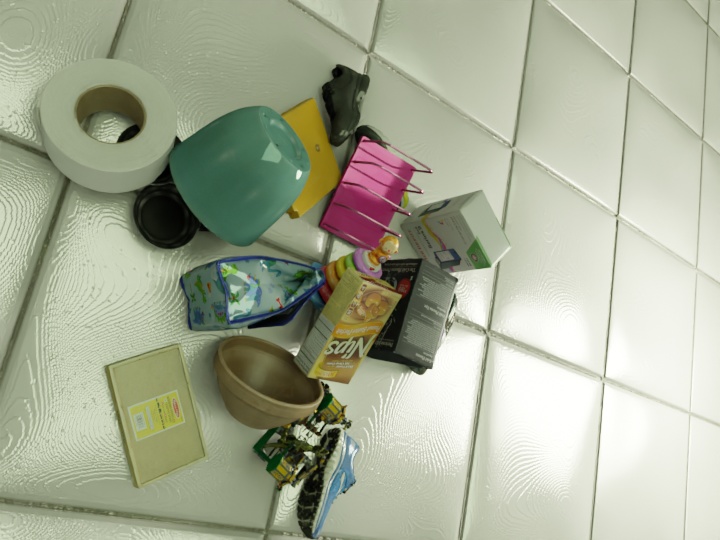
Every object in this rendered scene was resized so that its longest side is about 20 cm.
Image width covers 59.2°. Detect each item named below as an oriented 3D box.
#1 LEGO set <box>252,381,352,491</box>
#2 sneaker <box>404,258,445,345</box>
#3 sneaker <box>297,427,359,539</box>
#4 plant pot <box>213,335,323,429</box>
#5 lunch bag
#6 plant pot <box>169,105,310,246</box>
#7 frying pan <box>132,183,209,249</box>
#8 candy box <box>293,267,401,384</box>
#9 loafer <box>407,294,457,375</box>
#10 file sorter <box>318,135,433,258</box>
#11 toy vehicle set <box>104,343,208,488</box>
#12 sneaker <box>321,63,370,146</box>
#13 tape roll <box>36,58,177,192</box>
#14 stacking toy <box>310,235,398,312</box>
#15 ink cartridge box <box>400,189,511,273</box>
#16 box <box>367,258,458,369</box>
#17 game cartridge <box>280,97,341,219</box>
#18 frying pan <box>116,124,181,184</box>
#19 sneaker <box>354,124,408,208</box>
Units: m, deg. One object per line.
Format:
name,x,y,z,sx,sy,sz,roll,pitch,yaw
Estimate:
LEGO set,-0.089,0.314,1.136,0.116,0.153,0.201,50,62,-21
sneaker,0.133,0.060,1.341,0.079,0.089,0.203,-16,70,-5
sneaker,-0.051,0.406,1.195,0.089,0.078,0.202,35,64,-25
plant pot,-0.170,0.207,1.093,0.199,0.201,0.094,19,108,-33
lunch bag,-0.182,0.036,1.089,0.198,0.169,0.129,-12,90,-39
plant pot,-0.178,-0.166,1.023,0.201,0.160,0.202,47,23,-27
frying pan,-0.303,-0.098,1.102,0.188,0.031,0.117,-12,89,-38
candy box,-0.022,0.103,1.146,0.115,0.055,0.202,20,103,-46
loafer,0.159,0.138,1.405,0.201,0.071,0.063,-57,136,-20
file sorter,0.035,-0.142,1.256,0.138,0.125,0.202,26,91,-24
toy vehicle set,-0.332,0.234,1.039,0.123,0.026,0.203,-14,92,-37
sneaker,-0.044,-0.341,1.309,0.090,0.076,0.202,26,55,-22
tape roll,-0.392,-0.227,0.992,0.200,0.071,0.205,8,67,-20
stacking toy,0.000,0.000,1.198,0.116,0.199,0.111,35,34,-27
ink cartridge box,0.203,-0.076,1.375,0.087,0.199,0.146,-41,108,-29
box,0.069,0.081,1.242,0.103,0.199,0.185,25,75,-31
game cartridge,-0.114,-0.214,1.203,0.200,0.032,0.178,-48,125,-51
frying pan,-0.316,-0.179,1.070,0.188,0.031,0.116,20,61,-19
sneaker,0.035,-0.209,1.344,0.084,0.074,0.202,-36,105,-34
